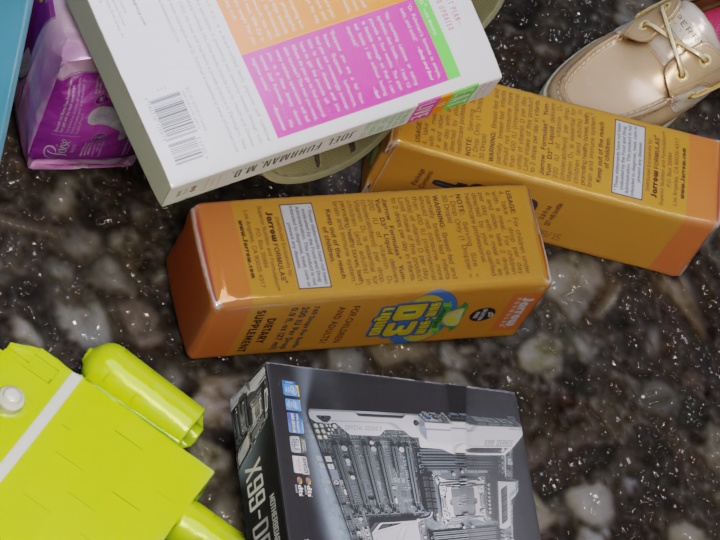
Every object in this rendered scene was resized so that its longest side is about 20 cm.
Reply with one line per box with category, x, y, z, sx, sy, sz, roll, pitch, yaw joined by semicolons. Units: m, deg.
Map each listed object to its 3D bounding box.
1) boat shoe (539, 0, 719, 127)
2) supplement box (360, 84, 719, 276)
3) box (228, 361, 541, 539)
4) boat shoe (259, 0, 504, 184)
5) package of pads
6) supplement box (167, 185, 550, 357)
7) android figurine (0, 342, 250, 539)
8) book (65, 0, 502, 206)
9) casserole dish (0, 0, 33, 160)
boat shoe;0.193;-0.136;1.785;0.200;0.069;0.074;-29;74;-30
supplement box;0.105;-0.059;1.713;0.200;0.067;0.069;13;58;-12
box;0.020;0.154;1.555;0.157;0.050;0.200;8;58;-28
boat shoe;-0.005;-0.122;1.654;0.068;0.075;0.200;29;56;32
package of pads;-0.159;-0.168;1.653;0.076;0.121;0.200;-2;62;-20
supplement box;0.000;0.000;1.634;0.200;0.067;0.069;-6;64;-21
android figurine;-0.160;0.115;1.539;0.200;0.041;0.182;37;57;2
book;-0.040;-0.126;1.569;0.200;0.048;0.134;-19;75;-23
casserole dish;-0.212;-0.089;1.556;0.039;0.200;0.121;15;19;5
